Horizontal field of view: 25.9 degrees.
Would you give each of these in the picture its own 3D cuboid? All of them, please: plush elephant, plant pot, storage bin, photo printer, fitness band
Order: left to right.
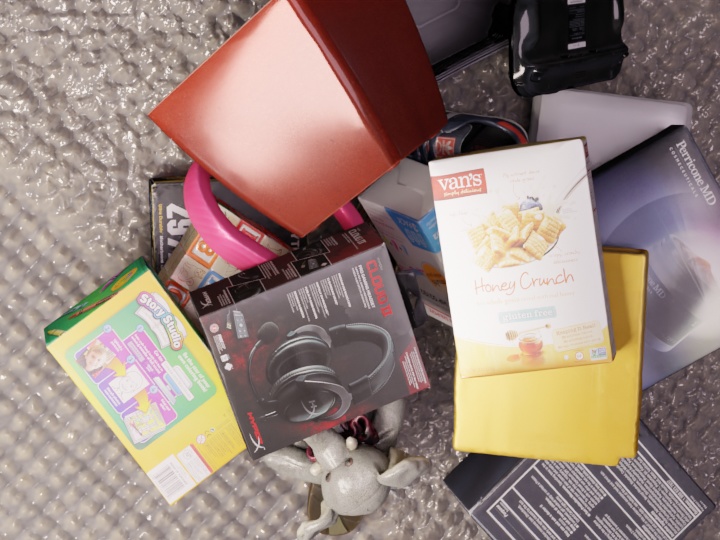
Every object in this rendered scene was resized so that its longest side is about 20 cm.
[{"bbox_3d":[-0.076,-0.047,1.487,0.199,0.145,0.037,31,132,-18],"label":"fitness band"},{"bbox_3d":[-0.037,-0.152,1.437,0.199,0.200,0.177,-36,94,32],"label":"plant pot"},{"bbox_3d":[-0.018,0.173,1.524,0.164,0.155,0.200,-38,102,10],"label":"plush elephant"},{"bbox_3d":[0.065,-0.299,1.541,0.134,0.094,0.202,-27,106,-7],"label":"storage bin"},{"bbox_3d":[0.247,-0.080,1.609,0.164,0.069,0.203,8,92,4],"label":"photo printer"}]

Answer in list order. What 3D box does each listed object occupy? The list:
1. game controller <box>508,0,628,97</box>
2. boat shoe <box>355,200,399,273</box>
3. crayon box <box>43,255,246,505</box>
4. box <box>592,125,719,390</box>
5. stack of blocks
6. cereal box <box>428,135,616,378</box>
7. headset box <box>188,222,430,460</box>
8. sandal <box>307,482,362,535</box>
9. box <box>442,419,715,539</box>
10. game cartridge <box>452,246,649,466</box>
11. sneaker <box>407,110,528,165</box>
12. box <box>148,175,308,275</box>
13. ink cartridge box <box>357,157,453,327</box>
[{"bbox_3d":[0.208,-0.234,1.564,0.199,0.042,0.106,-18,102,-50],"label":"game controller"},{"bbox_3d":[0.000,0.000,1.595,0.071,0.068,0.202,17,97,-15],"label":"boat shoe"},{"bbox_3d":[-0.190,0.103,1.467,0.118,0.058,0.201,-36,108,-3],"label":"crayon box"},{"bbox_3d":[0.269,-0.006,1.507,0.197,0.123,0.202,-30,92,7],"label":"box"},{"bbox_3d":[-0.150,0.043,1.525,0.115,0.059,0.201,33,93,-17],"label":"stack of blocks"},{"bbox_3d":[0.145,-0.011,1.403,0.142,0.040,0.203,-8,98,16],"label":"cereal box"},{"bbox_3d":[-0.036,0.059,1.419,0.198,0.077,0.150,-21,111,-7],"label":"headset box"},{"bbox_3d":[-0.011,0.183,1.640,0.081,0.055,0.202,9,113,-5],"label":"sandal"},{"bbox_3d":[0.228,0.237,1.665,0.198,0.123,0.200,-43,105,-3],"label":"box"},{"bbox_3d":[0.174,0.075,1.449,0.174,0.032,0.203,4,103,14],"label":"game cartridge"},{"bbox_3d":[0.074,-0.127,1.571,0.197,0.085,0.076,-2,103,-1],"label":"sneaker"},{"bbox_3d":[-0.131,0.004,1.578,0.157,0.049,0.203,-2,101,-11],"label":"box"},{"bbox_3d":[0.092,-0.005,1.535,0.068,0.115,0.201,-41,121,-15],"label":"ink cartridge box"}]
